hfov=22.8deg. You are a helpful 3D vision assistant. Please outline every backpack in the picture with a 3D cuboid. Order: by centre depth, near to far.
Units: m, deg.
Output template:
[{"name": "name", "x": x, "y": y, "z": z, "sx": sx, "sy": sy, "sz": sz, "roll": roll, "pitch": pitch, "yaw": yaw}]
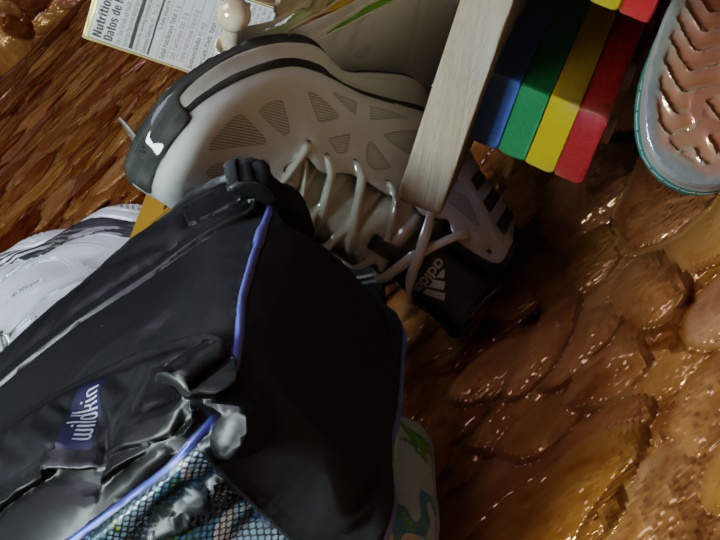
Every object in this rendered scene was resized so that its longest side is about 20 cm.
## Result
[{"name": "backpack", "x": -0.073, "y": 0.092, "z": 0.627, "sx": 0.199, "sy": 0.147, "sz": 0.183, "roll": -35, "pitch": 21, "yaw": 17}]

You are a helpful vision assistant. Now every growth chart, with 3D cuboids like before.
[{"name": "growth chart", "x": 0.002, "y": -0.097, "z": 0.780, "sx": 0.199, "sy": 0.018, "sz": 0.145, "roll": -29, "pitch": -28, "yaw": -39}]

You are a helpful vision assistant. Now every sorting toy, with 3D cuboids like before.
[{"name": "sorting toy", "x": 0.097, "y": -0.144, "z": 0.690, "sx": 0.199, "sy": 0.069, "sz": 0.201, "roll": -64, "pitch": -7, "yaw": -45}]

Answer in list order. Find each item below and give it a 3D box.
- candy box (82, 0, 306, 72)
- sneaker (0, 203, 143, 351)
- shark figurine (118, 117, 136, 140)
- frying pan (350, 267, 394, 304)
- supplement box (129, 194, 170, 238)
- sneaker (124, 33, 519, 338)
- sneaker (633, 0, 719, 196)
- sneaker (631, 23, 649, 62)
[{"name": "candy box", "x": -0.043, "y": -0.133, "z": 0.969, "sx": 0.116, "sy": 0.198, "sz": 0.056, "roll": -90, "pitch": 19, "yaw": -67}, {"name": "sneaker", "x": -0.183, "y": 0.040, "z": 0.941, "sx": 0.199, "sy": 0.075, "sz": 0.115, "roll": -23, "pitch": 27, "yaw": 11}, {"name": "shark figurine", "x": -0.156, "y": 0.004, "z": 1.047, "sx": 0.127, "sy": 0.090, "sz": 0.215, "roll": 9, "pitch": 51, "yaw": 38}, {"name": "frying pan", "x": 0.015, "y": -0.007, "z": 0.820, "sx": 0.114, "sy": 0.031, "sz": 0.190, "roll": -23, "pitch": 37, "yaw": -16}, {"name": "supplement box", "x": -0.069, "y": -0.045, "z": 0.956, "sx": 0.066, "sy": 0.069, "sz": 0.200, "roll": -38, "pitch": 18, "yaw": 23}, {"name": "sneaker", "x": 0.002, "y": -0.030, "z": 0.720, "sx": 0.200, "sy": 0.115, "sz": 0.076, "roll": -5, "pitch": -44, "yaw": -55}, {"name": "sneaker", "x": 0.157, "y": -0.105, "z": 0.698, "sx": 0.201, "sy": 0.071, "sz": 0.080, "roll": -61, "pitch": -1, "yaw": -21}, {"name": "sneaker", "x": 0.127, "y": -0.169, "z": 0.880, "sx": 0.201, "sy": 0.070, "sz": 0.078, "roll": -54, "pitch": 26, "yaw": -21}]
